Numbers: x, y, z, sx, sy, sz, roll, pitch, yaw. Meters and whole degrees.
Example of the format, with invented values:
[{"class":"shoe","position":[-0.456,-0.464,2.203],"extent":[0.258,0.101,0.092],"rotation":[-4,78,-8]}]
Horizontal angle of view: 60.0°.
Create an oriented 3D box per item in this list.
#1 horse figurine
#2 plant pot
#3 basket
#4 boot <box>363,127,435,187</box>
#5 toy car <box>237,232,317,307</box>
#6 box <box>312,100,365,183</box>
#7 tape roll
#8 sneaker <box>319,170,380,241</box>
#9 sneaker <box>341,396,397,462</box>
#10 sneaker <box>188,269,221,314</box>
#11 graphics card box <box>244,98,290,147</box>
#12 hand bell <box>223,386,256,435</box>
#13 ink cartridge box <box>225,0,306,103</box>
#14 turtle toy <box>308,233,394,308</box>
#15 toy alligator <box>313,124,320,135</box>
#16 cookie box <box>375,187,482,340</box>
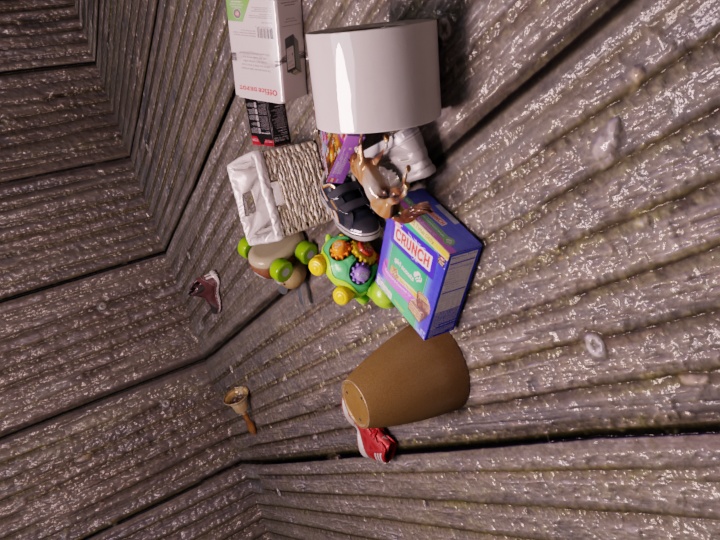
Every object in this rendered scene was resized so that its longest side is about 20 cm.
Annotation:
[{"class":"horse figurine","position":[0.036,-0.148,1.028],"extent":[0.201,0.049,0.133],"rotation":[56,150,19]},{"class":"plant pot","position":[0.070,0.213,1.172],"extent":[0.186,0.198,0.189],"rotation":[39,139,44]},{"class":"basket","position":[-0.186,-0.176,1.428],"extent":[0.199,0.159,0.202],"rotation":[-1,105,59]},{"class":"boot","position":[0.060,-0.184,1.088],"extent":[0.097,0.073,0.200],"rotation":[61,164,-10]},{"class":"toy car","position":[-0.197,0.005,1.585],"extent":[0.163,0.157,0.202],"rotation":[31,144,36]},{"class":"box","position":[-0.045,-0.288,1.178],"extent":[0.137,0.038,0.203],"rotation":[124,141,-55]},{"class":"tape roll","position":[0.022,-0.298,0.949],"extent":[0.202,0.200,0.141],"rotation":[26,129,52]},{"class":"sneaker","position":[-0.027,-0.140,1.257],"extent":[0.200,0.078,0.080],"rotation":[47,149,39]},{"class":"sneaker","position":[0.032,0.364,1.474],"extent":[0.115,0.078,0.203],"rotation":[4,122,50]},{"class":"sneaker","position":[-0.587,0.092,2.332],"extent":[0.076,0.114,0.202],"rotation":[44,141,39]},{"class":"graphics card box","position":[-0.230,-0.402,1.486],"extent":[0.125,0.050,0.203],"rotation":[20,125,54]},{"class":"hand bell","position":[-0.448,0.562,2.421],"extent":[0.104,0.103,0.203],"rotation":[23,137,53]},{"class":"ink cartridge box","position":[-0.196,-0.468,1.311],"extent":[0.144,0.084,0.203],"rotation":[18,124,32]},{"class":"turtle toy","position":[0.000,0.000,1.251],"extent":[0.201,0.145,0.101],"rotation":[49,124,4]},{"class":"toy alligator","position":[-0.010,-0.307,1.076],"extent":[0.054,0.202,0.059],"rotation":[29,175,3]},{"class":"cookie box","position":[0.111,-0.011,1.094],"extent":[0.172,0.074,0.202],"rotation":[50,144,37]}]
